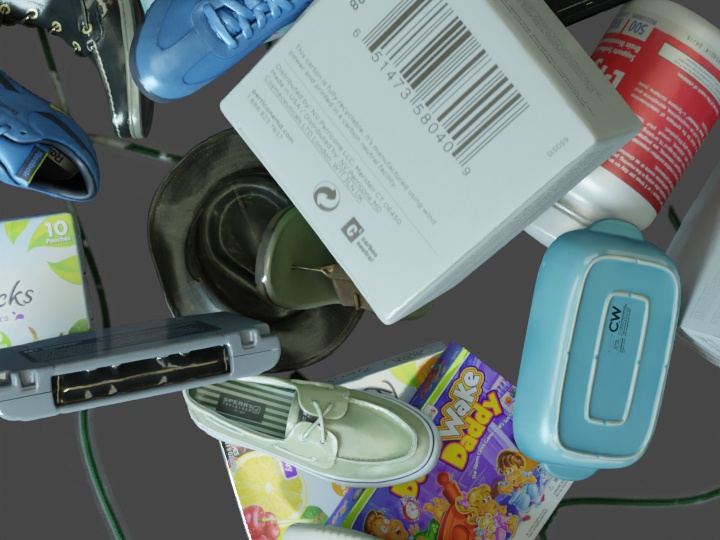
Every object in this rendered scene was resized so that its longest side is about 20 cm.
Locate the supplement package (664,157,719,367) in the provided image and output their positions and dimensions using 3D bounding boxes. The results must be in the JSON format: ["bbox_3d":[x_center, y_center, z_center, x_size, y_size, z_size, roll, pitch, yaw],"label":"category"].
[{"bbox_3d":[0.344,-0.003,0.970,0.146,0.200,0.192,30,90,-7],"label":"supplement package"}]

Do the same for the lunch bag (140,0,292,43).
[{"bbox_3d":[-0.103,-0.270,0.953,0.159,0.077,0.202,-22,98,-33],"label":"lunch bag"}]

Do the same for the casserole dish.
[{"bbox_3d":[0.182,0.063,0.940,0.120,0.039,0.202,9,93,-24],"label":"casserole dish"}]

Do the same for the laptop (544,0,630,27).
[{"bbox_3d":[0.148,-0.301,0.974,0.176,0.104,0.201,-23,59,-8],"label":"laptop"}]

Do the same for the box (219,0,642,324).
[{"bbox_3d":[0.053,-0.110,0.890,0.200,0.171,0.200,-41,83,24],"label":"box"}]

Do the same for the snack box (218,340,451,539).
[{"bbox_3d":[-0.004,0.155,1.014,0.198,0.053,0.144,-17,96,-6],"label":"snack box"}]

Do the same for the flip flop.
[{"bbox_3d":[0.000,0.000,0.956,0.199,0.057,0.082,16,84,-45],"label":"flip flop"}]

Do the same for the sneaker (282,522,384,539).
[{"bbox_3d":[0.026,0.257,0.911,0.198,0.077,0.112,21,80,-16],"label":"sneaker"}]

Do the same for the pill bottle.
[{"bbox_3d":[0.206,-0.104,0.995,0.112,0.112,0.201,33,89,-6],"label":"pill bottle"}]

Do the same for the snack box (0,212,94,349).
[{"bbox_3d":[-0.309,0.039,0.972,0.198,0.053,0.144,-9,93,-6],"label":"snack box"}]

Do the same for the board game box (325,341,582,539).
[{"bbox_3d":[0.070,0.177,0.976,0.134,0.045,0.201,35,87,-9],"label":"board game box"}]

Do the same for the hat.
[{"bbox_3d":[-0.073,-0.016,0.987,0.198,0.081,0.203,0,92,-7],"label":"hat"}]

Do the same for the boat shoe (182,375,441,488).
[{"bbox_3d":[-0.040,0.116,0.931,0.198,0.062,0.073,8,77,13],"label":"boat shoe"}]

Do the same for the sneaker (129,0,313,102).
[{"bbox_3d":[-0.074,-0.190,0.865,0.200,0.078,0.066,-44,114,-26],"label":"sneaker"}]

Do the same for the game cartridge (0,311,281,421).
[{"bbox_3d":[-0.170,0.064,0.897,0.198,0.133,0.042,-10,93,-24],"label":"game cartridge"}]

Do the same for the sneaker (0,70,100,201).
[{"bbox_3d":[-0.271,-0.109,0.918,0.199,0.079,0.066,30,104,-41],"label":"sneaker"}]

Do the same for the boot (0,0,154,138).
[{"bbox_3d":[-0.244,-0.190,0.968,0.152,0.073,0.206,-11,88,-3],"label":"boot"}]
